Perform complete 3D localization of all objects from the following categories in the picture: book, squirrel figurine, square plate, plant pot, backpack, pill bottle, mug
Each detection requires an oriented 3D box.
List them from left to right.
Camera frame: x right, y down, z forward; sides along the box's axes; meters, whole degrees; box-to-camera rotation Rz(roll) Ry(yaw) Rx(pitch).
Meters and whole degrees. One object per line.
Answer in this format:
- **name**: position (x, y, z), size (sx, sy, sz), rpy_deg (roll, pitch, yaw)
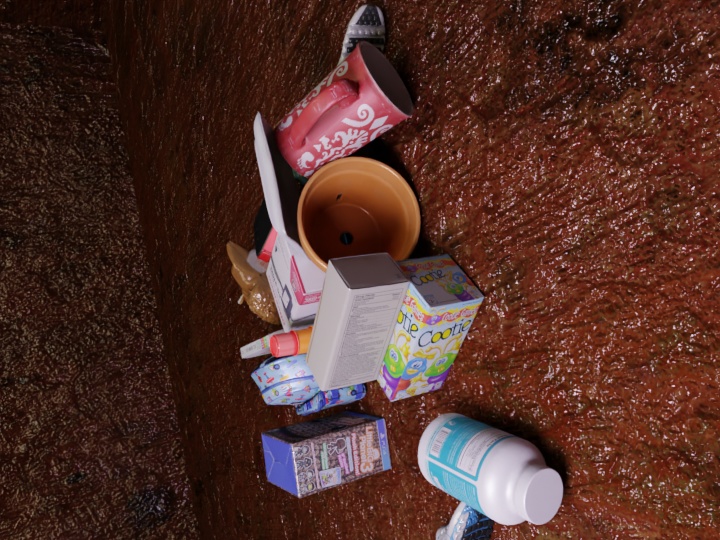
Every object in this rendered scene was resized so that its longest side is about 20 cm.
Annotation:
- **squirrel figurine**: position (-0.252, 0.046, 1.498), size (0.187, 0.140, 0.201), rpy_deg (119, 137, -55)
- **book**: position (-0.185, 0.163, 1.406), size (0.200, 0.133, 0.049), rpy_deg (-28, 73, 59)
- **square plate**: position (-0.130, -0.128, 0.998), size (0.198, 0.028, 0.202), rpy_deg (60, -163, -78)
- **backpack**: position (-0.111, 0.220, 1.225), size (0.182, 0.198, 0.136), rpy_deg (-35, 67, 56)
- **mug**: position (-0.046, -0.251, 0.953), size (0.199, 0.177, 0.134), rpy_deg (-31, 61, 28)
- **plant pot**: position (-0.012, -0.070, 1.018), size (0.140, 0.198, 0.202), rpy_deg (132, 126, -74)
- **pill bottle**: position (0.175, 0.272, 0.830), size (0.199, 0.110, 0.112), rpy_deg (7, 103, 59)

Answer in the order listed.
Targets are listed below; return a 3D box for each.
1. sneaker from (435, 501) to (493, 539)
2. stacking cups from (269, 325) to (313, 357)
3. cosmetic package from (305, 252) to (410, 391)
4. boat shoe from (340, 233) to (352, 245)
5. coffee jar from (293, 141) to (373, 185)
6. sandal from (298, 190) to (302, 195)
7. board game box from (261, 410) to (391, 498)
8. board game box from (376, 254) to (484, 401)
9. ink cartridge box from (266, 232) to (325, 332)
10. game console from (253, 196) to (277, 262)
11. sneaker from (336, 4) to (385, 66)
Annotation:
- **sneaker**: position (0.149, 0.421, 0.953), size (0.087, 0.074, 0.202), rpy_deg (-137, 48, -55)
- **stacking cups**: position (-0.068, 0.125, 1.127), size (0.060, 0.198, 0.061), rpy_deg (16, 109, 55)
- **cosmetic package**: position (-0.009, 0.079, 0.905), size (0.073, 0.103, 0.201), rpy_deg (53, 138, 42)
- **boat shoe**: position (0.000, 0.000, 1.122), size (0.069, 0.083, 0.202), rpy_deg (123, 148, -58)
- **coffee jar**: position (-0.053, -0.213, 1.136), size (0.199, 0.085, 0.105), rpy_deg (11, 99, 59)
- **sandal**: position (-0.123, -0.138, 1.314), size (0.211, 0.077, 0.070), rpy_deg (4, 67, 61)
- **board game box**: position (-0.068, 0.349, 1.180), size (0.159, 0.198, 0.098), rpy_deg (-12, 86, 59)
- **board game box**: position (0.091, 0.089, 0.939), size (0.103, 0.104, 0.201), rpy_deg (54, 140, 39)
- **ink cartridge box**: position (-0.112, 0.017, 1.165), size (0.200, 0.084, 0.146), rpy_deg (120, 133, -59)
- **game console**: position (-0.176, -0.128, 1.264), size (0.178, 0.031, 0.200), rpy_deg (-62, 23, 20)
- **sneaker**: position (-0.012, -0.361, 1.053), size (0.081, 0.074, 0.201), rpy_deg (-118, 35, -46)
